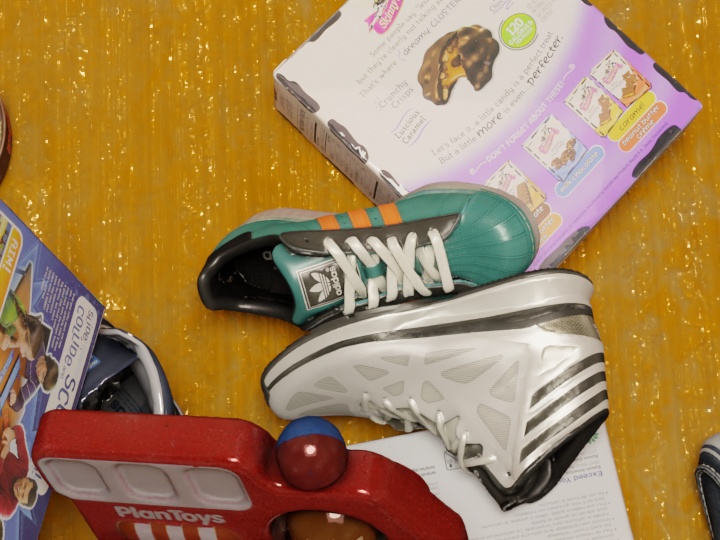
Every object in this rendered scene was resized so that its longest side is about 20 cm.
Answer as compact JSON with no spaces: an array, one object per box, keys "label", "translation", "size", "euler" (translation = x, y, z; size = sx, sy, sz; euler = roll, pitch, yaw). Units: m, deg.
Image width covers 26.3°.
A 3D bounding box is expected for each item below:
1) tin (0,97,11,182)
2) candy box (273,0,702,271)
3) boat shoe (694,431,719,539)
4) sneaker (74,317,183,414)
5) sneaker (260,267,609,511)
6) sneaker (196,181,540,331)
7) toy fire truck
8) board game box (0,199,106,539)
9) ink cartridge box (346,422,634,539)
[{"label":"tin","translation":[-0.309,-0.068,0.929],"size":[0.198,0.042,0.113],"euler":[-14,75,-4]},{"label":"candy box","translation":[0.073,-0.099,0.930],"size":[0.200,0.072,0.168],"euler":[44,81,6]},{"label":"boat shoe","translation":[0.219,0.197,0.873],"size":[0.090,0.071,0.202],"euler":[-23,82,-10]},{"label":"sneaker","translation":[-0.175,0.038,0.874],"size":[0.200,0.109,0.070],"euler":[42,80,6]},{"label":"sneaker","translation":[0.040,0.079,0.842],"size":[0.199,0.076,0.116],"euler":[-17,69,19]},{"label":"sneaker","translation":[0.000,0.000,0.862],"size":[0.198,0.080,0.072],"euler":[-6,109,28]},{"label":"toy fire truck","translation":[-0.048,0.126,0.767],"size":[0.198,0.168,0.113],"euler":[2,56,16]},{"label":"board game box","translation":[-0.189,0.078,0.739],"size":[0.034,0.136,0.201],"euler":[3,63,20]},{"label":"ink cartridge box","translation":[0.055,0.178,0.838],"size":[0.195,0.043,0.201],"euler":[-11,54,4]}]
